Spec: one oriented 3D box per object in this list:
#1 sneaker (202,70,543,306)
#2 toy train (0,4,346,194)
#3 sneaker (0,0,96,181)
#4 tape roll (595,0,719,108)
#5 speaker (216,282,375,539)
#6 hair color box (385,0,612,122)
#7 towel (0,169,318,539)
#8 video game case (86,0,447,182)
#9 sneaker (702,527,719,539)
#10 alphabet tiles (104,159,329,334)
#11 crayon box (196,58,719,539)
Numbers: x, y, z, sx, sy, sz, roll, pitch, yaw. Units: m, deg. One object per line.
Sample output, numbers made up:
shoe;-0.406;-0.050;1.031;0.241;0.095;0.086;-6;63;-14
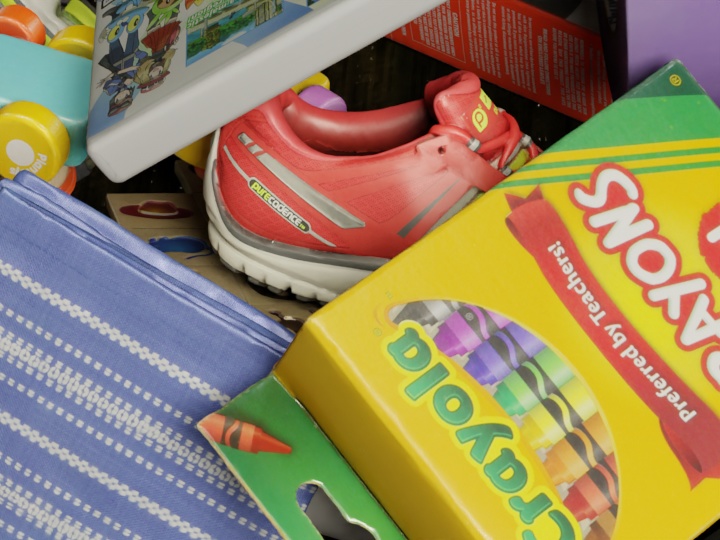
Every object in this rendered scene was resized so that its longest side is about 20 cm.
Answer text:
sneaker;0.043;-0.025;0.948;0.199;0.085;0.077;9;24;5
toy train;-0.084;-0.077;1.047;0.199;0.056;0.150;-8;41;-22
sneaker;-0.170;-0.098;1.126;0.081;0.074;0.200;-41;56;-19
tape roll;0.123;-0.154;0.969;0.084;0.200;0.201;-6;52;1
speaker;0.009;0.059;0.972;0.199;0.081;0.081;14;55;18
hair color box;0.102;-0.115;1.107;0.199;0.061;0.102;25;59;23
towel;-0.103;0.085;0.906;0.144;0.024;0.201;30;101;2
video game case;-0.009;-0.133;0.974;0.199;0.022;0.183;-27;34;18
sneaker;0.152;0.130;0.900;0.199;0.114;0.076;-38;14;9
alphabet tiles;0.000;0.000;0.997;0.165;0.006;0.200;-1;25;-16
crayon box;0.064;0.037;0.866;0.200;0.051;0.127;-36;82;-26
